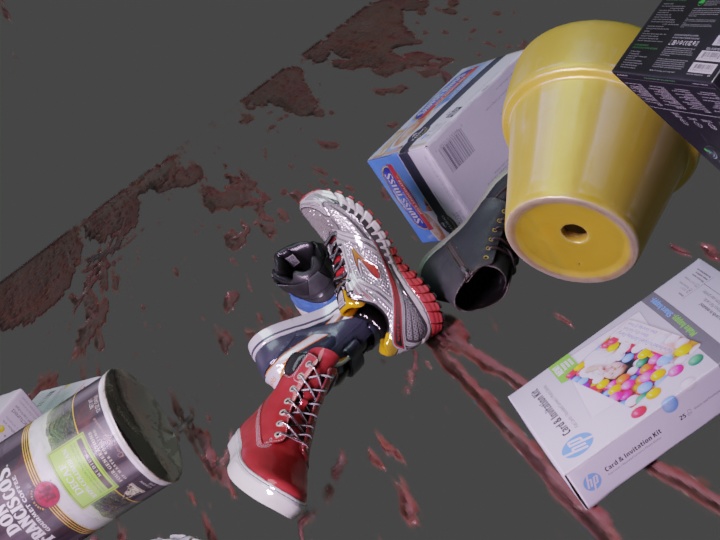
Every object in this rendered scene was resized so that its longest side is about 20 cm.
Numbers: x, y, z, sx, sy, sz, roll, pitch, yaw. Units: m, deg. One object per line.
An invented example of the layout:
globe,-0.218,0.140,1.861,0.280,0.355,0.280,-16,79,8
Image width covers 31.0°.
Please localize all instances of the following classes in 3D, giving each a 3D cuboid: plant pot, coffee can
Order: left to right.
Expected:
coffee can,-0.322,0.224,1.463,0.199,0.147,0.147,-33,19,9
plant pot,0.222,-0.101,1.241,0.199,0.200,0.190,-17,42,43

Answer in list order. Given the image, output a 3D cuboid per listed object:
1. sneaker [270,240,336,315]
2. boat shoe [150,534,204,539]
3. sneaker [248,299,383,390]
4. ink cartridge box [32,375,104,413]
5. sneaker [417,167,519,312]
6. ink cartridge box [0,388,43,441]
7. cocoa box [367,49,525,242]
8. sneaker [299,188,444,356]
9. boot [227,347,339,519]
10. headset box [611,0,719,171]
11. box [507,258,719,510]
sneaker,-0.062,0.007,1.573,0.076,0.112,0.200,-36,19,-2
boat shoe,-0.163,0.278,1.194,0.069,0.072,0.200,-16,-1,-25
sneaker,-0.016,0.075,1.401,0.198,0.079,0.080,-25,62,-10
ink cartridge box,-0.396,0.210,1.743,0.199,0.068,0.115,-16,27,46
sneaker,0.156,-0.033,1.370,0.200,0.075,0.106,-47,24,-2
ink cartridge box,-0.465,0.276,1.587,0.144,0.148,0.201,-21,24,37
cocoa box,0.135,-0.147,1.558,0.200,0.134,0.131,-45,20,-25
sneaker,0.000,0.000,1.348,0.082,0.201,0.078,-35,-10,-19
boot,-0.063,0.147,1.254,0.145,0.072,0.200,-55,17,4
headset box,0.342,-0.138,1.096,0.093,0.199,0.174,-53,19,0
box,0.224,0.083,1.013,0.199,0.041,0.156,-37,19,3
